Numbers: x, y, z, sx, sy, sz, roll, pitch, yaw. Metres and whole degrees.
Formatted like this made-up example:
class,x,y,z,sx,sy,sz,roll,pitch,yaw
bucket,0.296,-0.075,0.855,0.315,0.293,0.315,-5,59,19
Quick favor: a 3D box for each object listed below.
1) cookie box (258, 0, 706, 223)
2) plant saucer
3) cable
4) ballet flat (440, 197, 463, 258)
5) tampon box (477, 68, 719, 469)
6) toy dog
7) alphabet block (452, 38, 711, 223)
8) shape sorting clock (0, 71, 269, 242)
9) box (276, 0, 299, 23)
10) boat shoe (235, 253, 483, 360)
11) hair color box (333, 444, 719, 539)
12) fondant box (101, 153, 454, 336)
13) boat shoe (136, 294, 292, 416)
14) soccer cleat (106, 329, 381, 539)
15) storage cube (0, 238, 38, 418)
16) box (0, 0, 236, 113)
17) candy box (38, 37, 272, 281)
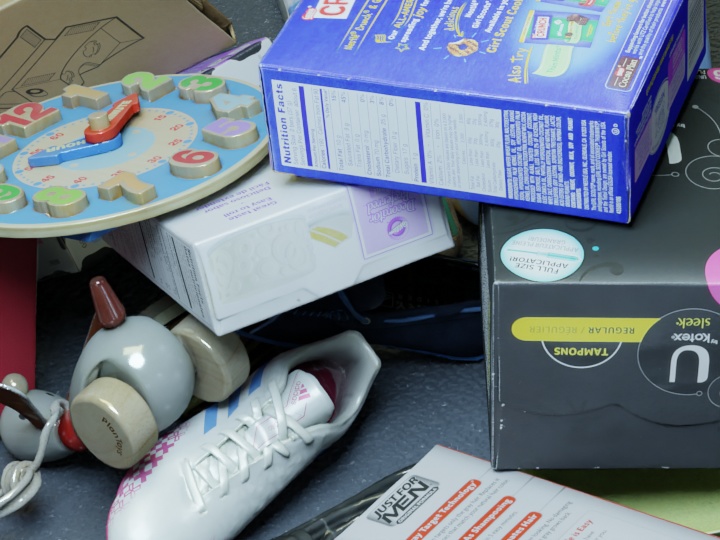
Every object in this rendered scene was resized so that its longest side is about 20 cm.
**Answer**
class,x,y,z,sx,sy,sz,roll,pitch,yaw
cookie box,0.068,-0.113,1.410,0.199,0.076,0.171,9,39,18
plant saucer,0.179,0.094,1.453,0.199,0.031,0.200,-9,32,6
cable,-0.029,0.161,1.427,0.199,0.051,0.097,-25,5,-43
ballet flat,-0.026,-0.044,1.702,0.199,0.068,0.068,5,32,25
tampon box,0.139,-0.003,1.428,0.149,0.127,0.201,-1,36,0
toy dog,-0.158,0.058,1.489,0.199,0.097,0.132,-23,11,33
alphabet block,0.094,-0.180,1.745,0.195,0.196,0.200,-22,32,-19
shape sorting clock,-0.142,-0.069,1.476,0.199,0.039,0.200,-13,22,5
box,-0.004,-0.217,1.983,0.121,0.048,0.200,-15,32,-3
boat shoe,0.000,0.000,1.544,0.199,0.069,0.085,3,58,-19
hair color box,0.092,0.163,1.346,0.199,0.062,0.101,17,41,37
fondant box,-0.056,-0.039,1.482,0.144,0.059,0.200,-21,24,-18
boat shoe,-0.045,0.018,1.608,0.199,0.072,0.068,-33,74,-11
soccer cleat,-0.064,0.096,1.467,0.200,0.070,0.086,-43,2,-41
storage cube,-0.309,0.004,1.587,0.179,0.201,0.171,-12,27,-32
box,-0.199,-0.140,1.696,0.199,0.163,0.021,-25,65,15
candy box,-0.157,-0.065,1.717,0.200,0.072,0.167,-33,12,-31
